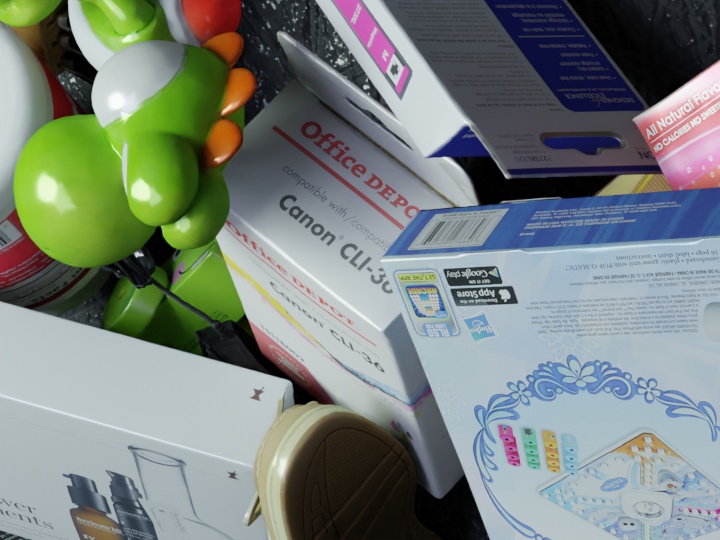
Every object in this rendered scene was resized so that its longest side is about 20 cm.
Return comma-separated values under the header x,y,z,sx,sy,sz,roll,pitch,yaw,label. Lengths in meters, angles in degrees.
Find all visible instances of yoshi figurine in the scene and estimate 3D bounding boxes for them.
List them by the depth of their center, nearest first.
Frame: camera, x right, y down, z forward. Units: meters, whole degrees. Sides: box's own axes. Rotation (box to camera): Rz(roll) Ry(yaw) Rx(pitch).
x,y,z,sx,sy,sz,roll,pitch,yaw,label
-0.103,-0.079,1.157,0.201,0.112,0.112,-100,26,-43,yoshi figurine

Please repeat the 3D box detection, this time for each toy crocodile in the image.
x,y,z,sx,sy,sz,roll,pitch,yaw,label
-0.103,0.040,1.382,0.067,0.062,0.200,26,131,-18,toy crocodile

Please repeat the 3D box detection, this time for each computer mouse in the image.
x,y,z,sx,sy,sz,roll,pitch,yaw,label
-0.077,0.031,1.292,0.034,0.200,0.059,-44,31,5,computer mouse

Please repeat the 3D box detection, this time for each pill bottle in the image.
x,y,z,sx,sy,sz,roll,pitch,yaw,label
-0.174,-0.043,1.314,0.112,0.200,0.113,-3,75,10,pill bottle

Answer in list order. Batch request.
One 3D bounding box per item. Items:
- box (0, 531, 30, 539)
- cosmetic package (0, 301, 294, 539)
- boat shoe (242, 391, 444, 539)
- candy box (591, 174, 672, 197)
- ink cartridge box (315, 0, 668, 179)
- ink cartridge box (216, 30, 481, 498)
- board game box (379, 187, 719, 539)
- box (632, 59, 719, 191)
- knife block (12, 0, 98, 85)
x,y,z,sx,sy,sz,roll,pitch,yaw,label
-0.137,0.214,1.436,0.199,0.104,0.149,14,113,37,box
-0.124,0.081,1.318,0.199,0.052,0.151,14,149,14,cosmetic package
-0.014,0.108,1.253,0.063,0.073,0.200,34,164,28,boat shoe
0.156,0.050,1.157,0.115,0.055,0.200,-42,75,41,candy box
0.045,-0.092,1.140,0.200,0.094,0.037,55,135,39,ink cartridge box
0.000,0.000,1.199,0.116,0.067,0.200,37,162,27,ink cartridge box
0.130,0.063,1.075,0.199,0.043,0.200,-3,121,33,board game box
0.212,-0.069,1.041,0.200,0.094,0.103,-34,81,42,box
-0.150,-0.132,1.351,0.176,0.064,0.200,52,150,-6,knife block
